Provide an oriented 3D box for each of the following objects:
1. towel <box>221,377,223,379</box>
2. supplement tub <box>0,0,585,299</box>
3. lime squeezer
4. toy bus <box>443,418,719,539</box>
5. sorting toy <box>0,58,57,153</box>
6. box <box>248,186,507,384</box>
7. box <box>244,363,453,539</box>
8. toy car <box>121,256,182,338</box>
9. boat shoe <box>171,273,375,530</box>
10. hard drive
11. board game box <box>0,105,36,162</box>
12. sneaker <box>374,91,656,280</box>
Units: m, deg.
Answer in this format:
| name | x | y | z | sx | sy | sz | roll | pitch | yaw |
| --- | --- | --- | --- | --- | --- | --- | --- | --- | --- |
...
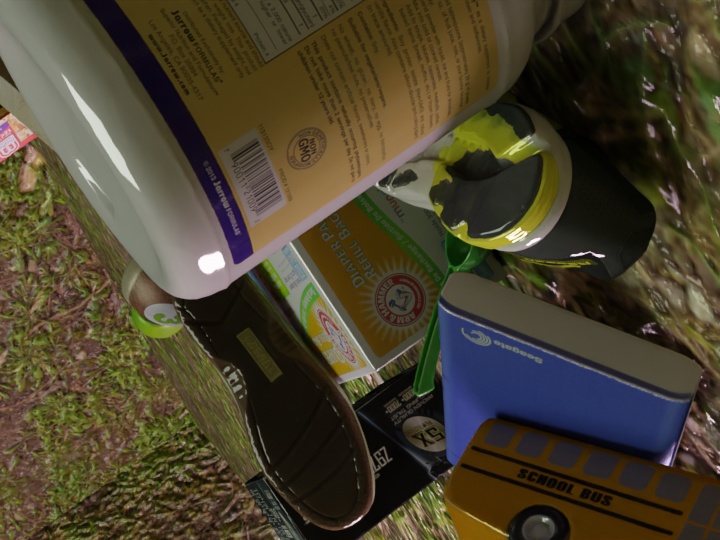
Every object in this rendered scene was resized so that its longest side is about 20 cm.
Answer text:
| name | x | y | z | sx | sy | sz | roll | pitch | yaw |
| --- | --- | --- | --- | --- | --- | --- | --- | --- | --- |
| towel | -0.102 | -0.030 | 1.023 | 0.201 | 0.022 | 0.145 | -77 | -28 | -46 |
| supplement tub | -0.025 | -0.099 | 0.492 | 0.146 | 0.199 | 0.146 | 50 | 165 | 19 |
| lime squeezer | 0.035 | -0.036 | 0.717 | 0.038 | 0.070 | 0.202 | -110 | 4 | -72 |
| toy bus | 0.140 | 0.141 | 0.652 | 0.199 | 0.078 | 0.065 | 12 | 141 | 34 |
| sorting toy | -0.162 | -0.166 | 0.851 | 0.198 | 0.199 | 0.070 | 39 | 126 | 21 |
| box | 0.000 | 0.000 | 0.839 | 0.113 | 0.101 | 0.200 | 55 | 166 | 1 |
| box | -0.005 | 0.169 | 1.116 | 0.086 | 0.163 | 0.200 | 55 | 166 | 3 |
| toy car | -0.104 | 0.026 | 1.191 | 0.200 | 0.158 | 0.165 | 40 | 153 | 13 |
| boat shoe | -0.051 | 0.077 | 0.864 | 0.201 | 0.071 | 0.076 | 61 | -179 | 1 |
| hard drive | 0.108 | 0.082 | 0.709 | 0.131 | 0.025 | 0.201 | 21 | 153 | 17 |
| board game box | -0.244 | -0.200 | 1.000 | 0.152 | 0.199 | 0.046 | 50 | 170 | 22 |
| sneaker | 0.063 | -0.043 | 0.587 | 0.084 | 0.075 | 0.200 | 27 | -166 | -22 |
